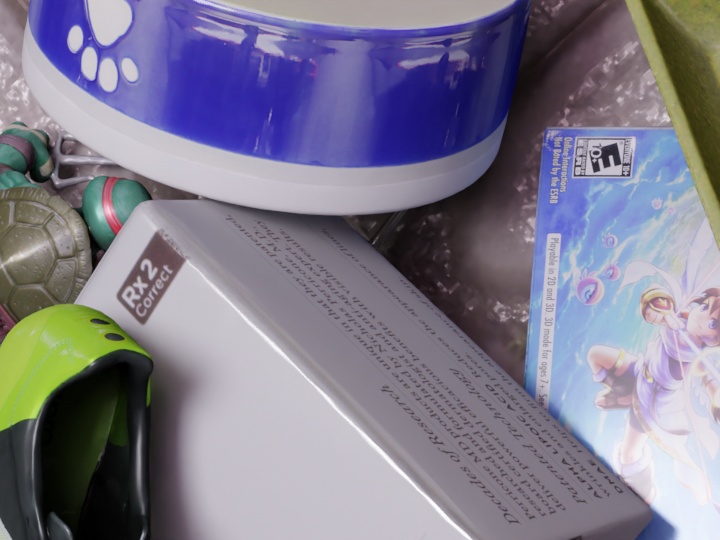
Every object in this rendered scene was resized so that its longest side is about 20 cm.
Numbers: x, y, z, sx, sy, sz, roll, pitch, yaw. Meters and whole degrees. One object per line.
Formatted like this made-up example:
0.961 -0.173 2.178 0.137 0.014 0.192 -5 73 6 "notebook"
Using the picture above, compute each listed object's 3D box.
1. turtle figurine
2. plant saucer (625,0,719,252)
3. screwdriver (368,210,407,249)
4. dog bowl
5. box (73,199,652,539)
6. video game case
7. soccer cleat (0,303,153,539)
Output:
-0.146 0.001 1.021 0.199 0.101 0.150 -24 71 17 "turtle figurine"
0.218 -0.063 0.897 0.199 0.048 0.200 -16 46 3 "plant saucer"
0.000 0.000 1.006 0.200 0.028 0.029 -49 39 4 "screwdriver"
-0.032 -0.105 0.949 0.199 0.200 0.079 26 122 21 "dog bowl"
-0.035 0.107 0.906 0.200 0.130 0.199 44 114 22 "box"
0.156 0.042 0.940 0.180 0.045 0.201 1 77 17 "video game case"
-0.107 0.113 0.825 0.081 0.067 0.201 18 104 61 "soccer cleat"
